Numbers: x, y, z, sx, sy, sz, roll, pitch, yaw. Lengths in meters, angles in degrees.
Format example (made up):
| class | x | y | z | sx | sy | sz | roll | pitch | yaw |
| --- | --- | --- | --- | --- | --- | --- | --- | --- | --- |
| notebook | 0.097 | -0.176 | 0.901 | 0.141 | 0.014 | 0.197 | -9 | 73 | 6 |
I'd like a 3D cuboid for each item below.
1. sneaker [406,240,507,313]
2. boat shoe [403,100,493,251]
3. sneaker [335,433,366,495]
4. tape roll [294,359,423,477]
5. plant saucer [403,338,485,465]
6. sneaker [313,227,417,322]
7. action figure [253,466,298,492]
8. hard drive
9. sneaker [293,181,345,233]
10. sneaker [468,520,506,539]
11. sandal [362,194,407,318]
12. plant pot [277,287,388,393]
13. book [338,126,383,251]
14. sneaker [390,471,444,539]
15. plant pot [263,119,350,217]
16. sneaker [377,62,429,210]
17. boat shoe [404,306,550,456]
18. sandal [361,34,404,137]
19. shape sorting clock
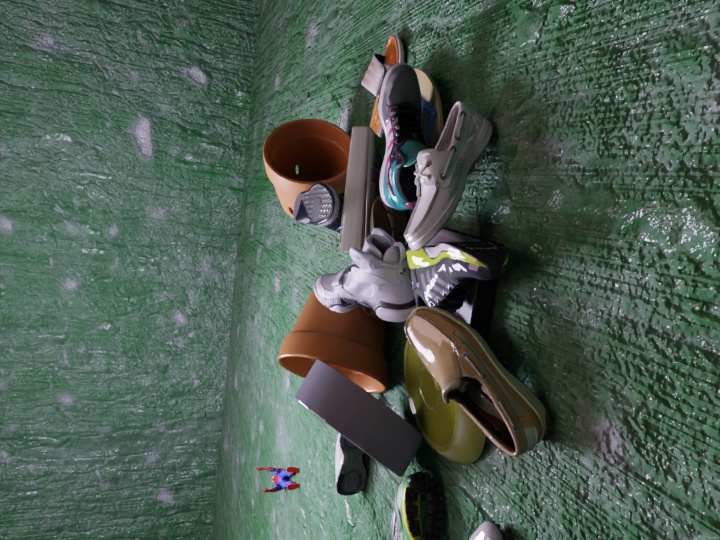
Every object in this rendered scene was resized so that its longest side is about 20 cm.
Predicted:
| class | x | y | z | sx | sy | sz | roll | pitch | yaw |
| --- | --- | --- | --- | --- | --- | --- | --- | --- | --- |
| sneaker | 0.113 | 0.009 | 0.641 | 0.199 | 0.071 | 0.085 | 173 | 94 | -75 |
| boat shoe | 0.095 | -0.121 | 0.672 | 0.204 | 0.068 | 0.070 | -62 | 18 | -19 |
| sneaker | -0.019 | 0.312 | 0.999 | 0.087 | 0.072 | 0.207 | -122 | 42 | -63 |
| tape roll | -0.003 | 0.218 | 0.798 | 0.067 | 0.199 | 0.199 | -54 | 18 | -13 |
| plant saucer | 0.101 | 0.155 | 0.717 | 0.199 | 0.030 | 0.209 | 172 | 91 | -71 |
| sneaker | 0.000 | 0.000 | 0.794 | 0.195 | 0.075 | 0.119 | 10 | 124 | 39 |
| action figure | -0.236 | 0.572 | 1.478 | 0.200 | 0.095 | 0.068 | 133 | 138 | -61 |
| hard drive | 0.117 | 0.016 | 0.749 | 0.199 | 0.032 | 0.146 | -148 | 64 | -66 |
| sneaker | -0.033 | -0.110 | 1.009 | 0.201 | 0.141 | 0.080 | -163 | 84 | -67 |
| sneaker | 0.115 | 0.381 | 0.629 | 0.206 | 0.070 | 0.072 | -70 | 26 | 19 |
| sandal | 0.039 | -0.023 | 0.904 | 0.054 | 0.077 | 0.209 | 151 | 123 | -75 |
| plant pot | -0.035 | 0.115 | 0.942 | 0.200 | 0.194 | 0.145 | -37 | 35 | 61 |
| book | 0.009 | -0.136 | 0.960 | 0.133 | 0.046 | 0.209 | -2 | -84 | -74 |
| sneaker | 0.080 | 0.391 | 0.742 | 0.086 | 0.075 | 0.208 | 124 | 152 | -62 |
| plant pot | -0.109 | -0.205 | 1.168 | 0.143 | 0.192 | 0.205 | 95 | 165 | -51 |
| sneaker | 0.070 | -0.180 | 0.751 | 0.121 | 0.080 | 0.209 | -139 | 45 | -64 |
| boat shoe | 0.112 | 0.114 | 0.587 | 0.199 | 0.075 | 0.074 | 40 | 129 | 32 |
| sandal | 0.030 | -0.325 | 0.999 | 0.080 | 0.057 | 0.214 | -125 | 44 | -57 |
| shape sorting clock | 0.082 | -0.215 | 0.870 | 0.198 | 0.038 | 0.209 | -176 | 85 | -65 |
